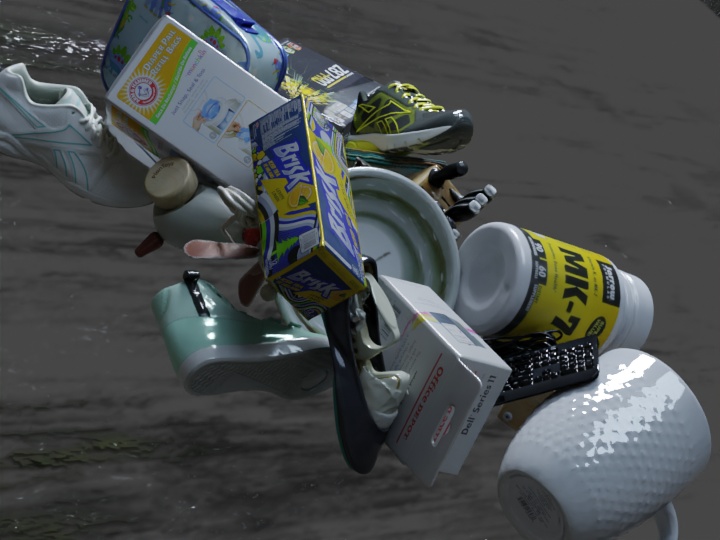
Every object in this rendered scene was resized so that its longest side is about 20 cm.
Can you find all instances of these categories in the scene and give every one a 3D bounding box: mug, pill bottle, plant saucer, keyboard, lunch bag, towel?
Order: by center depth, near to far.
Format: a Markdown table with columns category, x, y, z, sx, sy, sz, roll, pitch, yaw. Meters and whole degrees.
| category | x | y | z | sx | sy | sz | roll | pitch | yaw |
| --- | --- | --- | --- | --- | --- | --- | --- | --- | --- |
| mug | 0.229 | 0.202 | 1.548 | 0.175 | 0.147 | 0.201 | -32 | 98 | -32 |
| keyboard | 0.129 | 0.091 | 1.582 | 0.104 | 0.198 | 0.040 | -76 | 148 | -65 |
| plant saucer | 0.000 | 0.000 | 1.629 | 0.199 | 0.202 | 0.050 | 24 | -11 | -18 |
| pill bottle | 0.197 | 0.028 | 1.682 | 0.199 | 0.115 | 0.115 | 16 | 31 | -36 |
| lunch bag | -0.176 | -0.218 | 1.757 | 0.200 | 0.162 | 0.082 | 39 | 26 | 29 |
| towel | -0.021 | -0.119 | 1.849 | 0.199 | 0.022 | 0.146 | 5 | -3 | -42 |

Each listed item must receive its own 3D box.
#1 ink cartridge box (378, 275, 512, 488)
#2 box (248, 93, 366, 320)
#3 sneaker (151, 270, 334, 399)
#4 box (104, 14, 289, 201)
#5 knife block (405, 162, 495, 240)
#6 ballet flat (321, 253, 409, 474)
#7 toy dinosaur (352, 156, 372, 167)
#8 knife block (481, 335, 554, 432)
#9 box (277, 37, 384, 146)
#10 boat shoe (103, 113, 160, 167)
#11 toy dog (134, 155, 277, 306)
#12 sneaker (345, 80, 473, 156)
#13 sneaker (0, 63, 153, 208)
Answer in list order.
| category | x | y | z | sx | sy | sz | roll | pitch | yaw |
| --- | --- | --- | --- | --- | --- | --- | --- | --- | --- |
| ink cartridge box | 0.062 | 0.104 | 1.504 | 0.067 | 0.118 | 0.200 | 15 | 19 | -35 |
| box | -0.048 | -0.058 | 1.447 | 0.070 | 0.064 | 0.201 | 44 | 26 | -39 |
| sneaker | -0.096 | 0.052 | 1.499 | 0.199 | 0.074 | 0.119 | 5 | 42 | -42 |
| box | -0.139 | -0.139 | 1.597 | 0.199 | 0.102 | 0.112 | 35 | -10 | -4 |
| knife block | 0.074 | -0.070 | 1.764 | 0.064 | 0.175 | 0.200 | 51 | 23 | -10 |
| ballet flat | 0.005 | 0.079 | 1.456 | 0.073 | 0.073 | 0.202 | -11 | 92 | -55 |
| toy dinosaur | -0.047 | -0.080 | 1.733 | 0.077 | 0.102 | 0.200 | 45 | 25 | 5 |
| knife block | 0.215 | 0.124 | 1.745 | 0.199 | 0.064 | 0.176 | 35 | 27 | 3 |
| box | -0.064 | -0.210 | 1.987 | 0.160 | 0.049 | 0.200 | 29 | 25 | 9 |
| boat shoe | -0.177 | -0.117 | 1.676 | 0.200 | 0.066 | 0.073 | 39 | 27 | 10 |
| toy dog | -0.140 | -0.023 | 1.532 | 0.132 | 0.097 | 0.200 | 44 | -8 | -34 |
| sneaker | 0.048 | -0.171 | 1.828 | 0.074 | 0.086 | 0.199 | 2 | -2 | -39 |
| sneaker | -0.275 | -0.127 | 1.598 | 0.199 | 0.081 | 0.071 | 27 | 25 | -17 |
